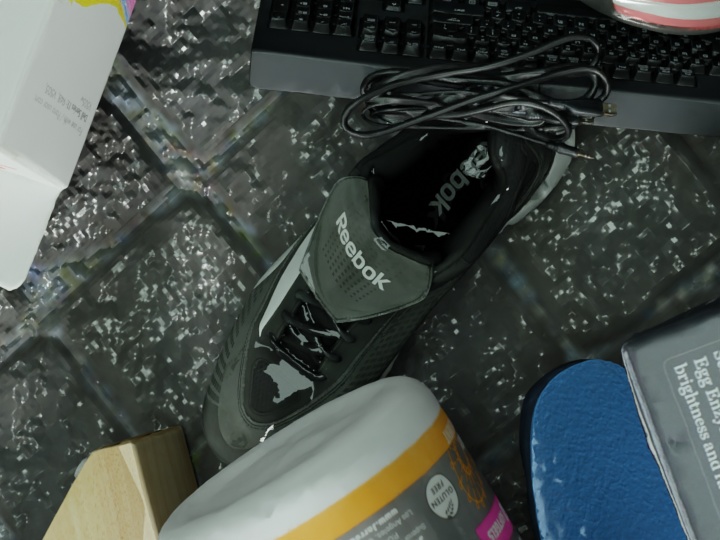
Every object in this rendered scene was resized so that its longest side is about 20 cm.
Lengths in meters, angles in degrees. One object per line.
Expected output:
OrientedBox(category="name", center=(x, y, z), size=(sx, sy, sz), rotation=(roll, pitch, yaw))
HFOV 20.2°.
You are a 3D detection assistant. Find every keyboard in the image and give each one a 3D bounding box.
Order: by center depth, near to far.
OrientedBox(category="keyboard", center=(0.060, -0.086, 0.743), size=(0.198, 0.104, 0.040), rotation=(5, 129, 0))

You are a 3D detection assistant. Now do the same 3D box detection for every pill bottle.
OrientedBox(category="pill bottle", center=(0.023, 0.149, 0.722), size=(0.116, 0.116, 0.201), rotation=(-30, 96, 12))

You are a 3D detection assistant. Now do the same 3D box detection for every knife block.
OrientedBox(category="knife block", center=(-0.071, 0.189, 0.824), size=(0.175, 0.064, 0.201), rotation=(31, 98, 10))

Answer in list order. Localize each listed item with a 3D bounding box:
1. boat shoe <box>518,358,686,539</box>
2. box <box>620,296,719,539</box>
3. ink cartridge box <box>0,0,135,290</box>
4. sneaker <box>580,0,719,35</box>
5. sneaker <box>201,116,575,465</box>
OrientedBox(category="boat shoe", center=(0.104, 0.132, 0.772), size=(0.084, 0.069, 0.202), rotation=(-18, 92, -8))
OrientedBox(category="box", center=(0.207, 0.038, 0.684), size=(0.199, 0.197, 0.118), rotation=(-21, 86, 13))
OrientedBox(category="ink cartridge box", center=(-0.151, -0.107, 0.760), size=(0.116, 0.067, 0.202), rotation=(17, 83, 17))
OrientedBox(category="sneaker", center=(0.160, -0.140, 0.725), size=(0.198, 0.087, 0.074), rotation=(-1, 50, -1))
OrientedBox(category="sneaker", center=(0.000, 0.000, 0.785), size=(0.066, 0.090, 0.200), rotation=(45, 101, 9))
